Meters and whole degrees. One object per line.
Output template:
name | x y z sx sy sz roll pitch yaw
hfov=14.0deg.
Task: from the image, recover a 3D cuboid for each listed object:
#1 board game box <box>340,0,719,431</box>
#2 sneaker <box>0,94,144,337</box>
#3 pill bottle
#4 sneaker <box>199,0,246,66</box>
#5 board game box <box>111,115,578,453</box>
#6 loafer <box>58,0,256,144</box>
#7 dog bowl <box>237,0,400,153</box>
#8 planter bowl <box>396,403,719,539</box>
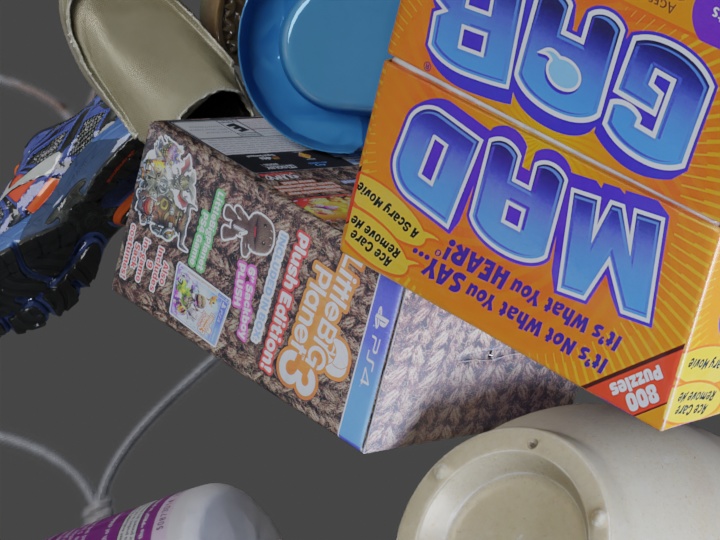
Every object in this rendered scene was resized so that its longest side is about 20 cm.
board game box | 0.146 -0.072 1.369 0.199 0.199 0.201 29 115 34
sneaker | -0.180 -0.037 1.729 0.200 0.075 0.079 -39 46 5
pill bottle | -0.140 0.193 1.576 0.199 0.112 0.113 -20 61 25
sneaker | -0.057 -0.219 1.724 0.090 0.067 0.201 19 89 54
board game box | 0.000 0.000 1.518 0.200 0.159 0.097 31 115 38
loafer | -0.096 -0.095 1.641 0.076 0.068 0.200 -37 86 -9
dog bowl | 0.036 -0.115 1.538 0.199 0.050 0.112 4 94 0
planter bowl | 0.098 0.151 1.421 0.199 0.135 0.201 -12 66 29
